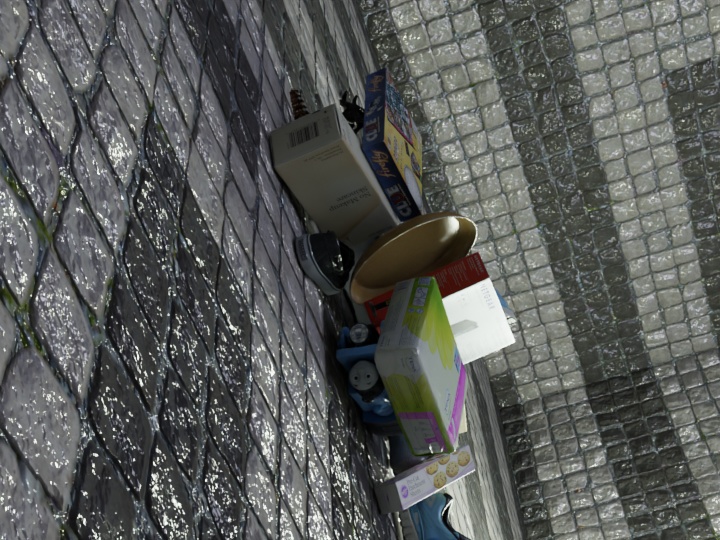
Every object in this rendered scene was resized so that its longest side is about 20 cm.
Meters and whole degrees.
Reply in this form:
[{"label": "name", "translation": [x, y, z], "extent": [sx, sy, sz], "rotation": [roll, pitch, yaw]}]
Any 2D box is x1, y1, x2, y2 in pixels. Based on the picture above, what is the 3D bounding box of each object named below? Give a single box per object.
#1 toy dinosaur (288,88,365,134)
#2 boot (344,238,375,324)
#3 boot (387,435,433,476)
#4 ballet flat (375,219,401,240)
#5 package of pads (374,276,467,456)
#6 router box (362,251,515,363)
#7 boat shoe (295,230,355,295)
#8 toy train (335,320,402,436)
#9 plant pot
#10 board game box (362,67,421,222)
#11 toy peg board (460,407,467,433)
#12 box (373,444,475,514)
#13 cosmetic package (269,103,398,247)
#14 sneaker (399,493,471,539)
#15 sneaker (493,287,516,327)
[{"label": "toy dinosaur", "translation": [-0.038, -0.189, 1.782], "extent": [0.200, 0.136, 0.102], "rotation": [46, 14, -10]}, {"label": "boot", "translation": [0.000, 0.000, 1.851], "extent": [0.096, 0.073, 0.201], "rotation": [-105, -177, -58]}, {"label": "boot", "translation": [0.048, 0.214, 1.779], "extent": [0.200, 0.070, 0.132], "rotation": [-104, 168, -71]}, {"label": "ballet flat", "translation": [0.048, -0.102, 1.817], "extent": [0.201, 0.069, 0.070], "rotation": [-96, 167, -47]}, {"label": "package of pads", "translation": [0.083, 0.132, 1.601], "extent": [0.155, 0.068, 0.201], "rotation": [-71, 148, -49]}, {"label": "router box", "translation": [0.117, 0.075, 1.743], "extent": [0.200, 0.179, 0.049], "rotation": [59, 8, -55]}, {"label": "boat shoe", "translation": [-0.037, -0.012, 1.625], "extent": [0.200, 0.056, 0.069], "rotation": [38, 36, -76]}, {"label": "toy train", "translation": [0.028, 0.149, 1.654], "extent": [0.200, 0.086, 0.115], "rotation": [57, 26, -57]}, {"label": "plant pot", "translation": [0.069, -0.019, 1.667], "extent": [0.028, 0.200, 0.200], "rotation": [60, 2, 25]}, {"label": "board game box", "translation": [0.047, -0.182, 1.723], "extent": [0.200, 0.034, 0.136], "rotation": [-86, 153, -52]}, {"label": "toy peg board", "translation": [0.105, 0.162, 2.010], "extent": [0.200, 0.097, 0.200], "rotation": [73, 2, -66]}, {"label": "box", "translation": [0.092, 0.287, 1.662], "extent": [0.200, 0.039, 0.042], "rotation": [-12, 85, -54]}, {"label": "cosmetic package", "translation": [-0.034, -0.123, 1.635], "extent": [0.200, 0.103, 0.073], "rotation": [53, 20, -47]}, {"label": "sneaker", "translation": [0.116, 0.400, 1.660], "extent": [0.078, 0.090, 0.201], "rotation": [53, 21, -69]}, {"label": "sneaker", "translation": [0.153, 0.040, 1.838], "extent": [0.200, 0.078, 0.090], "rotation": [24, 38, -46]}]
